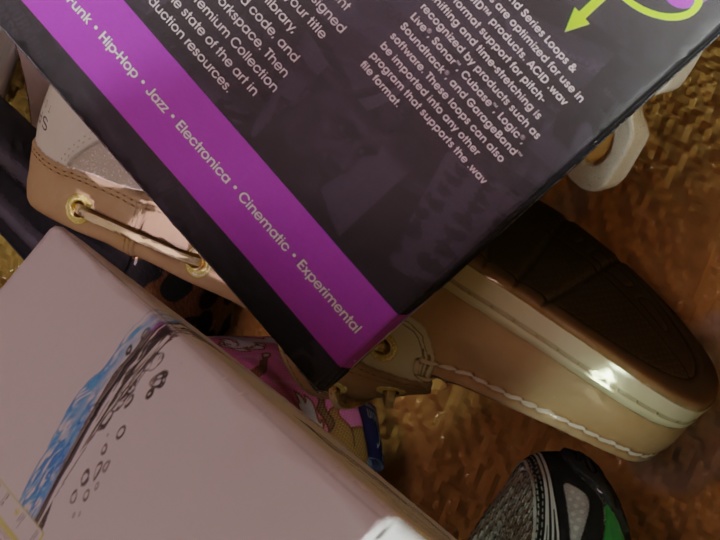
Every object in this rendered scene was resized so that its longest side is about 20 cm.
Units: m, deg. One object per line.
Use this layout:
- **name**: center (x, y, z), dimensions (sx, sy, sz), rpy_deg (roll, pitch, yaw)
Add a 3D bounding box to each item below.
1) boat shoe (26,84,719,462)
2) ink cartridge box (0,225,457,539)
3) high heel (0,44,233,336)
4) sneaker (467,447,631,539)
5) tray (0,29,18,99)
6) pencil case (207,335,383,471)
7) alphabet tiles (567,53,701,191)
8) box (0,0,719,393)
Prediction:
- **boat shoe**: center (0.000, 0.000, 0.757), dimensions (0.200, 0.074, 0.067), rpy_deg (31, 111, 10)
- **ink cartridge box**: center (-0.030, 0.110, 0.602), dimensions (0.145, 0.147, 0.200), rpy_deg (-51, 27, -2)
- **high heel**: center (-0.056, -0.081, 0.846), dimensions (0.071, 0.143, 0.200), rpy_deg (3, 57, 42)
- **sneaker**: center (0.007, 0.133, 0.750), dimensions (0.085, 0.078, 0.200), rpy_deg (30, 97, -13)
- **tray**: center (-0.128, -0.129, 0.903), dimensions (0.107, 0.022, 0.201), rpy_deg (28, 105, 32)
- **pencil case**: center (-0.082, 0.058, 0.761), dimensions (0.086, 0.200, 0.083), rpy_deg (5, 91, 40)
- **alphabet tiles**: center (0.031, -0.126, 0.747), dimensions (0.196, 0.015, 0.200), rpy_deg (56, 143, 24)
- **box**: center (0.014, -0.086, 0.668), dimensions (0.200, 0.036, 0.143), rpy_deg (-42, 88, 27)
